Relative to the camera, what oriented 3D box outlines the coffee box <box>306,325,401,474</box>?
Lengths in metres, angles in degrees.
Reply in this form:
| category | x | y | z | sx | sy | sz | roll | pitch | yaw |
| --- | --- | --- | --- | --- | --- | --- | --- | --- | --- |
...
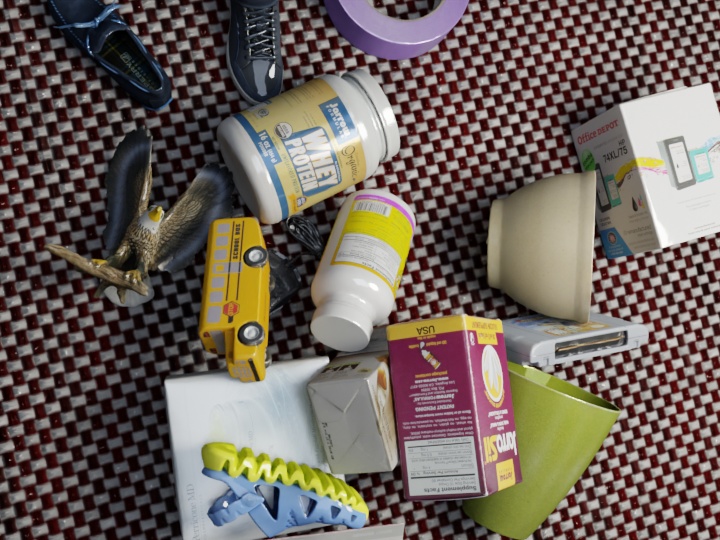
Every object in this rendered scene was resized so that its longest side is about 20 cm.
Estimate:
| category | x | y | z | sx | sy | sz | roll | pitch | yaw |
| --- | --- | --- | --- | --- | --- | --- | --- | --- | --- |
| coffee box | 0.020 | 0.149 | 0.994 | 0.080 | 0.200 | 0.115 | -10 | 102 | 22 |

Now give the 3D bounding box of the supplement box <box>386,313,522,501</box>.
| category | x | y | z | sx | sy | sz | roll | pitch | yaw |
| --- | --- | --- | --- | --- | --- | --- | --- | --- | --- |
| supplement box | 0.111 | 0.158 | 0.956 | 0.103 | 0.131 | 0.200 | -11 | 80 | 27 |

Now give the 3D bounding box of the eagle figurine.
| category | x | y | z | sx | sy | sz | roll | pitch | yaw |
| --- | --- | --- | --- | --- | --- | --- | --- | --- | --- |
| eagle figurine | -0.260 | -0.059 | 1.010 | 0.152 | 0.151 | 0.200 | 55 | 43 | -39 |

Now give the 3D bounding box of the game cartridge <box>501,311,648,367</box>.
| category | x | y | z | sx | sy | sz | roll | pitch | yaw |
| --- | --- | --- | --- | --- | --- | --- | --- | --- | --- |
| game cartridge | 0.263 | 0.087 | 1.091 | 0.200 | 0.133 | 0.042 | -7 | 104 | -28 |

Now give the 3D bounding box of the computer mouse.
| category | x | y | z | sx | sy | sz | roll | pitch | yaw |
| --- | --- | --- | --- | --- | --- | --- | --- | --- | --- |
| computer mouse | -0.102 | 0.036 | 1.069 | 0.140 | 0.046 | 0.200 | 44 | 66 | -1 |

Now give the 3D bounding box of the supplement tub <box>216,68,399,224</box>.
| category | x | y | z | sx | sy | sz | roll | pitch | yaw |
| --- | --- | --- | --- | --- | --- | --- | --- | --- | --- |
| supplement tub | -0.066 | -0.161 | 1.041 | 0.200 | 0.145 | 0.145 | -28 | 91 | -13 |

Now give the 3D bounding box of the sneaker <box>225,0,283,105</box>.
| category | x | y | z | sx | sy | sz | roll | pitch | yaw |
| --- | --- | --- | --- | --- | --- | --- | --- | --- | --- |
| sneaker | -0.132 | -0.322 | 1.042 | 0.077 | 0.146 | 0.203 | -7 | 88 | -15 |

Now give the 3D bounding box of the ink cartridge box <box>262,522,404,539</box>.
| category | x | y | z | sx | sy | sz | roll | pitch | yaw |
| --- | --- | --- | --- | --- | --- | --- | --- | --- | --- |
| ink cartridge box | -0.050 | 0.381 | 1.011 | 0.200 | 0.045 | 0.177 | -2 | 113 | -13 |

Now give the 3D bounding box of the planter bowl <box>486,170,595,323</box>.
| category | x | y | z | sx | sy | sz | roll | pitch | yaw |
| --- | --- | --- | --- | --- | --- | --- | --- | --- | --- |
| planter bowl | 0.240 | -0.034 | 1.090 | 0.135 | 0.200 | 0.201 | 3 | 84 | 15 |

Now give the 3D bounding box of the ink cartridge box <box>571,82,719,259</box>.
| category | x | y | z | sx | sy | sz | roll | pitch | yaw |
| --- | --- | --- | --- | --- | --- | --- | --- | --- | --- |
| ink cartridge box | 0.416 | -0.136 | 1.146 | 0.146 | 0.147 | 0.200 | -15 | 88 | -13 |

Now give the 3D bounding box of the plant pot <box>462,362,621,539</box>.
| category | x | y | z | sx | sy | sz | roll | pitch | yaw |
| --- | --- | --- | --- | --- | --- | --- | --- | --- | --- |
| plant pot | 0.211 | 0.236 | 1.065 | 0.187 | 0.187 | 0.200 | 21 | 93 | -10 |

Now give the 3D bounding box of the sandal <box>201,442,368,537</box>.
| category | x | y | z | sx | sy | sz | roll | pitch | yaw |
| --- | --- | --- | --- | --- | --- | --- | --- | --- | --- |
| sandal | -0.090 | 0.257 | 0.914 | 0.200 | 0.079 | 0.087 | 17 | 85 | -3 |

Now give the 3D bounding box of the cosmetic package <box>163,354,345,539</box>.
| category | x | y | z | sx | sy | sz | roll | pitch | yaw |
| --- | --- | --- | --- | --- | --- | --- | --- | --- | --- |
| cosmetic package | -0.131 | 0.216 | 1.005 | 0.200 | 0.123 | 0.200 | -7 | 86 | -12 |

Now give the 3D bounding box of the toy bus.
| category | x | y | z | sx | sy | sz | roll | pitch | yaw |
| --- | --- | --- | --- | --- | --- | --- | --- | --- | --- |
| toy bus | -0.146 | 0.033 | 0.974 | 0.078 | 0.065 | 0.200 | -3 | 55 | 2 |

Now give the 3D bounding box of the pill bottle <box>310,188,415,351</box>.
| category | x | y | z | sx | sy | sz | roll | pitch | yaw |
| --- | --- | --- | --- | --- | --- | --- | --- | --- | --- |
| pill bottle | 0.000 | 0.000 | 1.025 | 0.104 | 0.104 | 0.200 | 26 | 53 | -9 |

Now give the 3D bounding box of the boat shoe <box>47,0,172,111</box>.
| category | x | y | z | sx | sy | sz | roll | pitch | yaw |
| --- | --- | --- | --- | --- | --- | --- | --- | --- | --- |
| boat shoe | -0.311 | -0.295 | 1.037 | 0.200 | 0.069 | 0.084 | 39 | 78 | -6 |

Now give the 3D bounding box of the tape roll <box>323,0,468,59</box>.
| category | x | y | z | sx | sy | sz | roll | pitch | yaw |
| --- | --- | --- | --- | --- | --- | --- | --- | --- | --- |
| tape roll | 0.050 | -0.399 | 1.130 | 0.200 | 0.066 | 0.200 | 1 | 85 | -13 |
